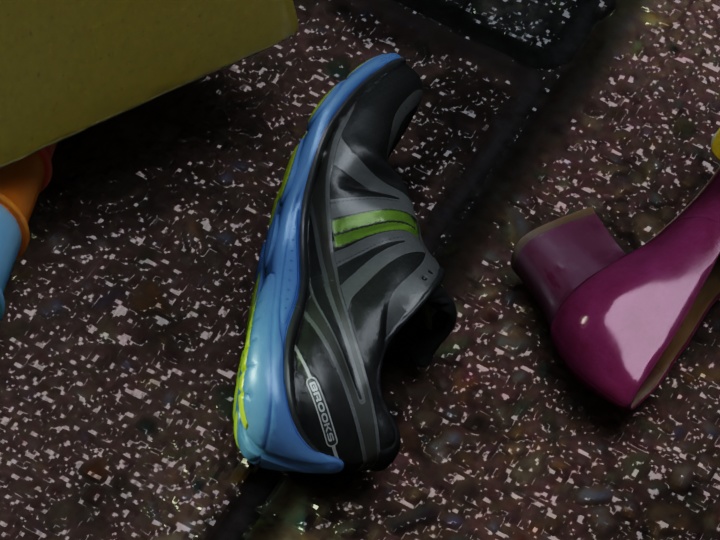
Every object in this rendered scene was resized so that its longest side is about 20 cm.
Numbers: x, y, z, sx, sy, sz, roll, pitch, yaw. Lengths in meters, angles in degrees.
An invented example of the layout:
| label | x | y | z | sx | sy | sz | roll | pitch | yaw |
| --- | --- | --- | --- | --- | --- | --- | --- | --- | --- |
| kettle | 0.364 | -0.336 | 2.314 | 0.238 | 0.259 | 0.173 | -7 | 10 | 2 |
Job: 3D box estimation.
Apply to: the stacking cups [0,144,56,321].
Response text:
| label | x | y | z | sx | sy | sz | roll | pitch | yaw |
| --- | --- | --- | --- | --- | --- | --- | --- | --- | --- |
| stacking cups | -0.160 | -0.006 | 1.212 | 0.060 | 0.061 | 0.200 | 16 | 51 | 3 |

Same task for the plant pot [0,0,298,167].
| label | x | y | z | sx | sy | sz | roll | pitch | yaw |
| --- | --- | --- | --- | --- | --- | --- | --- | --- | --- |
| plant pot | -0.163 | -0.184 | 1.230 | 0.194 | 0.200 | 0.195 | -27 | 42 | -27 |

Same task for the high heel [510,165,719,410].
| label | x | y | z | sx | sy | sz | roll | pitch | yaw |
| --- | --- | --- | --- | --- | --- | --- | --- | --- | --- |
| high heel | 0.169 | -0.005 | 1.265 | 0.200 | 0.067 | 0.096 | -25 | 51 | -10 |

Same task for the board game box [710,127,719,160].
| label | x | y | z | sx | sy | sz | roll | pitch | yaw |
| --- | --- | --- | --- | --- | --- | --- | --- | --- | --- |
| board game box | 0.250 | -0.037 | 1.243 | 0.200 | 0.096 | 0.030 | 30 | 16 | -14 |

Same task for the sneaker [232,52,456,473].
| label | x | y | z | sx | sy | sz | roll | pitch | yaw |
| --- | --- | --- | --- | --- | --- | --- | --- | --- | --- |
| sneaker | 0.000 | 0.000 | 1.235 | 0.083 | 0.071 | 0.200 | 14 | 56 | -5 |
